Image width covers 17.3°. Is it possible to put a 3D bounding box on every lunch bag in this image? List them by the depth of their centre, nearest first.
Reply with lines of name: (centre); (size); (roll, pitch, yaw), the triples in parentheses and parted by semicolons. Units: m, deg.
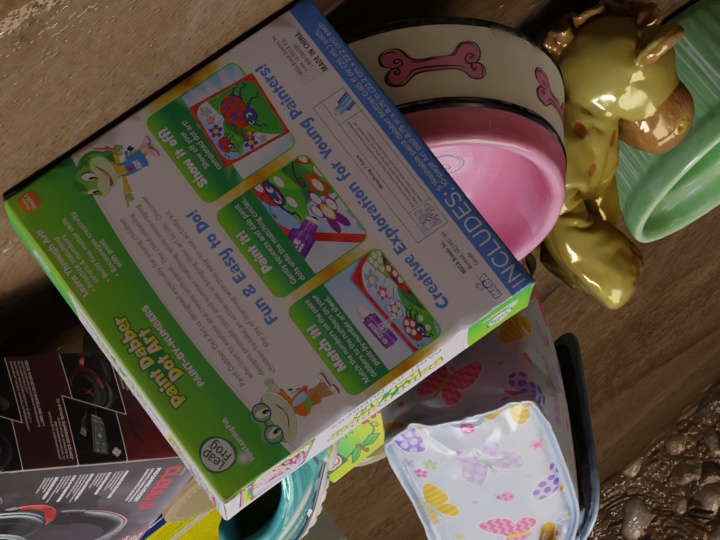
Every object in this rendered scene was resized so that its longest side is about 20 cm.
lunch bag: (0.085, 0.095, 1.533); (0.127, 0.170, 0.200); (-14, 134, 8)

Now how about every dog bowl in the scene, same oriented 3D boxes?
dog bowl: (0.029, -0.054, 1.354); (0.200, 0.074, 0.200); (-10, 149, -6)

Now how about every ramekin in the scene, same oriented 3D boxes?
ramekin: (0.256, -0.122, 1.783); (0.200, 0.098, 0.200); (-35, 165, -11)

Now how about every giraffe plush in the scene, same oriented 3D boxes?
giraffe plush: (0.144, -0.097, 1.538); (0.162, 0.173, 0.200); (-48, 140, -3)

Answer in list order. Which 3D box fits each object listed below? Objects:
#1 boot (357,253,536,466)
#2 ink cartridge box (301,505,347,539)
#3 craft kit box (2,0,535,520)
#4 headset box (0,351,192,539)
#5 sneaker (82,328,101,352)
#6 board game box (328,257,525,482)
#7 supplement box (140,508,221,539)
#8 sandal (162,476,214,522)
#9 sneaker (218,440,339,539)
boot: (0.055, 0.068, 1.934); (0.200, 0.072, 0.155); (-36, 166, -26)
ink cartridge box: (-0.133, 0.214, 1.789); (0.200, 0.147, 0.083); (-42, 166, 20)
craft kit box: (-0.048, -0.008, 1.224); (0.197, 0.200, 0.049); (-34, 166, -14)
headset box: (-0.190, 0.112, 1.361); (0.200, 0.075, 0.149); (-2, 151, -31)
sneaker: (-0.125, -0.001, 1.355); (0.071, 0.073, 0.200); (8, 143, -30)
board game box: (0.032, 0.054, 1.687); (0.200, 0.048, 0.102); (-41, -155, 31)
supplement box: (-0.145, 0.139, 1.613); (0.109, 0.109, 0.200); (-38, 166, 1)
sandal: (-0.047, 0.066, 1.432); (0.212, 0.070, 0.078); (-37, 161, 18)
sneaker: (-0.047, 0.092, 1.503); (0.080, 0.077, 0.200); (-19, 121, -65)
